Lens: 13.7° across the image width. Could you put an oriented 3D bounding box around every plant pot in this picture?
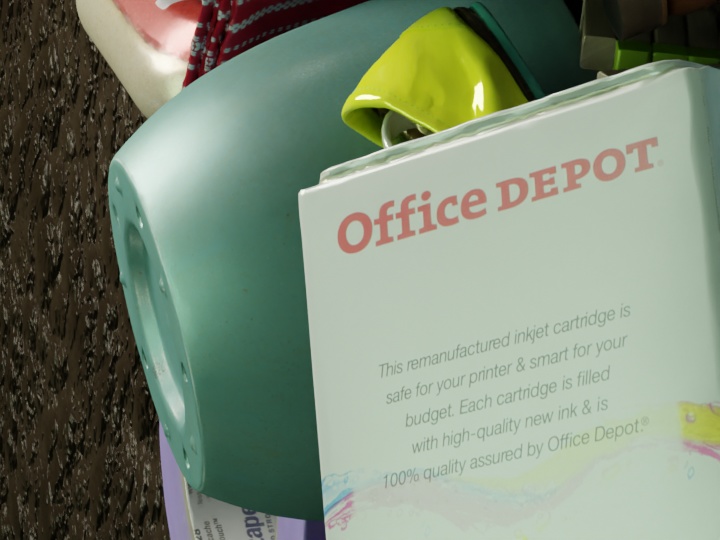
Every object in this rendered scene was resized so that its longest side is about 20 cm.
[{"bbox_3d":[0.000,0.000,1.085,0.201,0.161,0.201,166,90,-79],"label":"plant pot"}]

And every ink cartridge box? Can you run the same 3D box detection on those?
[{"bbox_3d":[0.068,0.058,0.837,0.145,0.087,0.200,-16,74,37],"label":"ink cartridge box"}]

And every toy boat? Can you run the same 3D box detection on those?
[{"bbox_3d":[-0.033,-0.114,1.308,0.131,0.130,0.200,-56,32,11],"label":"toy boat"}]

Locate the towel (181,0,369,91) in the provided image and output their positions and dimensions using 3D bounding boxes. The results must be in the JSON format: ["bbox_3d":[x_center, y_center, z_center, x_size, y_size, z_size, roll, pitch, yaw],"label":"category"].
[{"bbox_3d":[0.011,-0.130,1.121,0.022,0.144,0.200,55,144,36],"label":"towel"}]

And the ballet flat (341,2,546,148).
[{"bbox_3d":[0.061,-0.001,0.944,0.200,0.067,0.067,53,169,28],"label":"ballet flat"}]

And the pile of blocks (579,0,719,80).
[{"bbox_3d":[0.119,-0.027,0.938,0.200,0.082,0.062,-133,44,-59],"label":"pile of blocks"}]

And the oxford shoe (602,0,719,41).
[{"bbox_3d":[0.104,-0.132,1.000,0.200,0.071,0.071,-101,-5,-63],"label":"oxford shoe"}]

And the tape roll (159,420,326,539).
[{"bbox_3d":[-0.020,0.081,1.319,0.200,0.085,0.200,176,90,-70],"label":"tape roll"}]
